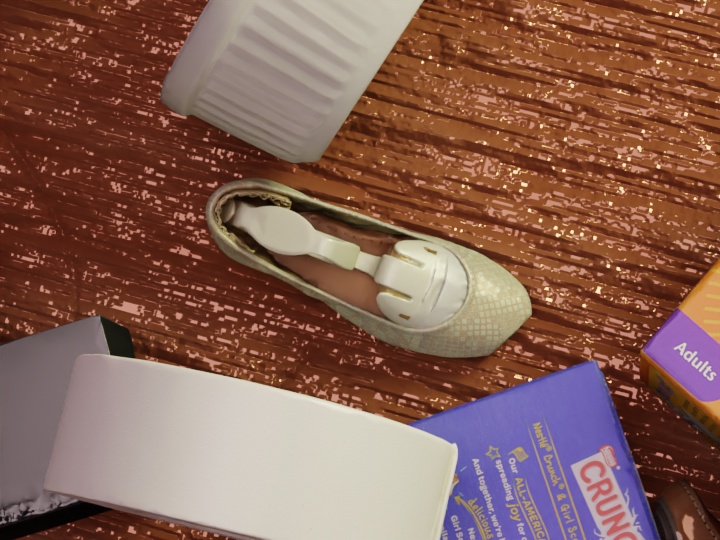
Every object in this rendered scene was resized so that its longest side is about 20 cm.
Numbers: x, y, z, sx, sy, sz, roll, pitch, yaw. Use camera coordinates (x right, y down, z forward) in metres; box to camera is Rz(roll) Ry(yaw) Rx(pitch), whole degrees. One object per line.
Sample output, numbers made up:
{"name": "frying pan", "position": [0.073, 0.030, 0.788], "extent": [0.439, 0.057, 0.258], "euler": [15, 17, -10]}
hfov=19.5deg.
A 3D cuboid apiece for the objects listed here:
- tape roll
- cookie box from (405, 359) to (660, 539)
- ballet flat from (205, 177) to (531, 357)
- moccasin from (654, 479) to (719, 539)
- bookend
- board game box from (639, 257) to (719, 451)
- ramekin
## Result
{"name": "tape roll", "position": [-0.054, 0.100, 1.051], "extent": [0.200, 0.202, 0.072], "euler": [12, 80, 9]}
{"name": "cookie box", "position": [0.068, 0.164, 1.161], "extent": [0.198, 0.075, 0.173], "euler": [-19, 80, 6]}
{"name": "ballet flat", "position": [0.000, 0.000, 1.195], "extent": [0.198, 0.062, 0.068], "euler": [18, 87, 9]}
{"name": "moccasin", "position": [0.233, 0.180, 1.108], "extent": [0.078, 0.074, 0.201], "euler": [-44, 100, 10]}
{"name": "bookend", "position": [-0.217, 0.053, 1.205], "extent": [0.197, 0.092, 0.202], "euler": [-17, 81, 4]}
{"name": "board game box", "position": [0.281, 0.040, 1.081], "extent": [0.200, 0.200, 0.200], "euler": [41, 90, 10]}
{"name": "ramekin", "position": [-0.019, -0.150, 1.151], "extent": [0.094, 0.202, 0.203], "euler": [33, 89, -2]}
